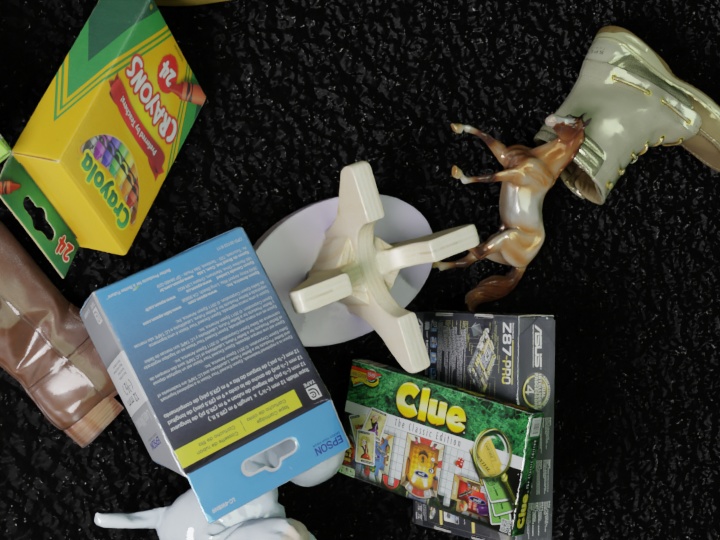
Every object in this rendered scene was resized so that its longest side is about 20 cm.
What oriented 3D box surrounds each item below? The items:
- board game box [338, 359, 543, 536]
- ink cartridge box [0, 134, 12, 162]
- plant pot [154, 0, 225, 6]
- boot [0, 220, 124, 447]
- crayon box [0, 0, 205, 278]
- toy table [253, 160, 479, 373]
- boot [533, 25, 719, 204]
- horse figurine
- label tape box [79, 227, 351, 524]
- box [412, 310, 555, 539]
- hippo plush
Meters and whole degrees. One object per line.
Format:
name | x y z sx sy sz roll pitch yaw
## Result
board game box | 0.064 0.150 1.192 0.023 0.198 0.106 5 96 -50
ink cartridge box | -0.361 -0.142 1.030 0.076 0.147 0.201 -41 105 -18
plant pot | -0.142 -0.315 1.114 0.198 0.195 0.197 -19 97 -17
boot | -0.244 0.015 1.134 0.200 0.064 0.187 45 70 -13
crayon box | -0.203 -0.105 1.095 0.202 0.050 0.127 -67 153 -26
toy table | 0.000 0.000 1.213 0.199 0.117 0.186 -33 103 -22
boot | 0.279 -0.124 1.366 0.199 0.072 0.156 38 74 -13
horse figurine | 0.137 -0.057 1.301 0.131 0.050 0.203 3 103 -24
label tape box | -0.116 0.086 1.100 0.142 0.066 0.202 -25 84 -29
box | 0.107 0.138 1.236 0.048 0.161 0.203 1 88 -30
hippo plush | -0.090 0.192 1.179 0.197 0.160 0.163 10 62 17
